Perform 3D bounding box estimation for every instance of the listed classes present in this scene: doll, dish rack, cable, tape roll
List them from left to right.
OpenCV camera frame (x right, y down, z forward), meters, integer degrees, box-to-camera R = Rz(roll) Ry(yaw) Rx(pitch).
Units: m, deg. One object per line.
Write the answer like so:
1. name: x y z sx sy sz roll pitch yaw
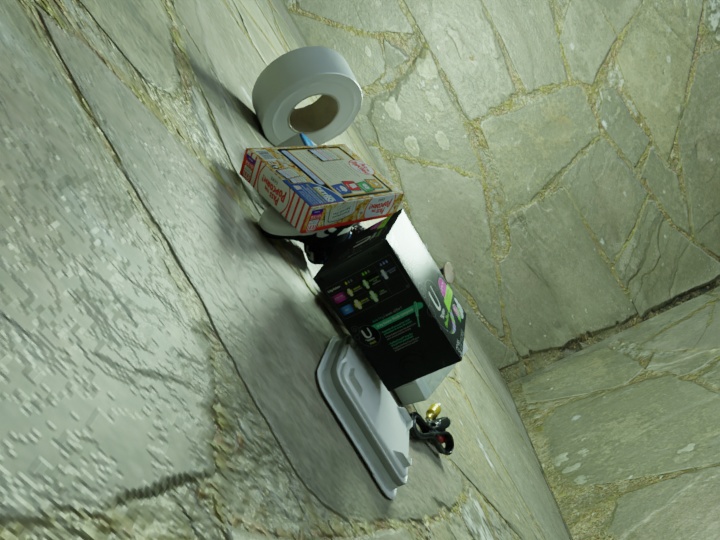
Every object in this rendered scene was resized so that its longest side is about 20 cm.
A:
1. tape roll: -0.099 -0.319 1.000 0.071 0.202 0.202 65 12 21
2. dish rack: 0.017 0.187 0.728 0.200 0.044 0.172 59 13 -9
3. doll: 0.097 0.025 1.106 0.136 0.200 0.049 -14 89 -38
4. cable: 0.122 0.299 0.972 0.200 0.050 0.097 14 65 -58

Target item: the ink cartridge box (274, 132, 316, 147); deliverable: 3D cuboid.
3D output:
1. ink cartridge box: -0.080 -0.150 0.980 0.145 0.084 0.200 64 12 7

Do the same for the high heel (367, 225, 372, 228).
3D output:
1. high heel: 0.037 -0.033 1.172 0.067 0.096 0.200 55 13 -29

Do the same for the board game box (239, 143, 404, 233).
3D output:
1. board game box: -0.053 -0.130 0.789 0.200 0.046 0.151 -16 51 -45

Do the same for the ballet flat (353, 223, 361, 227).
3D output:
1. ballet flat: -0.047 -0.142 1.148 0.057 0.066 0.200 83 -16 -78

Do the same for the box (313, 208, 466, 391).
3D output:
1. box: 0.050 0.039 0.766 0.200 0.124 0.149 57 22 -11

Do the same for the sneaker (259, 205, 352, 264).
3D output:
1. sneaker: -0.077 -0.049 0.808 0.073 0.112 0.200 39 36 25

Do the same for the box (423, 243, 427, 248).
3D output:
1. box: 0.084 -0.010 1.146 0.200 0.041 0.039 144 -59 -64

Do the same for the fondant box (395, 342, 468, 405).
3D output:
1. fondant box: 0.113 0.139 1.003 0.200 0.058 0.144 -33 95 -52

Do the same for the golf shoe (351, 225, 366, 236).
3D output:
1. golf shoe: 0.000 0.000 1.028 0.092 0.073 0.200 63 15 -48
